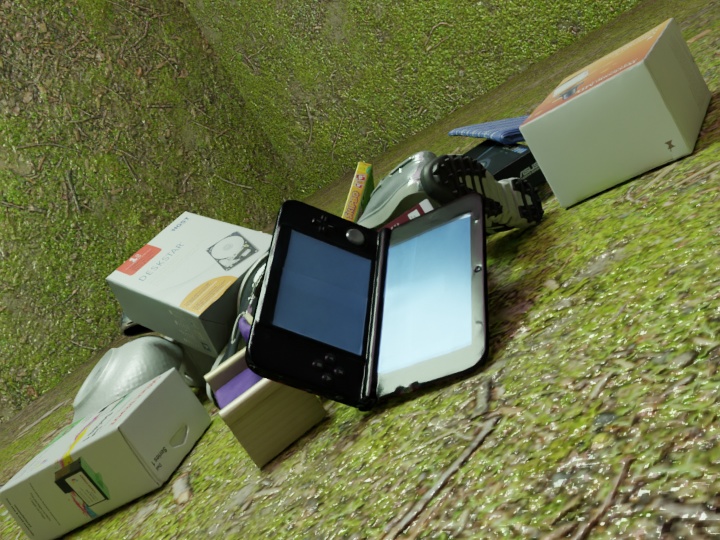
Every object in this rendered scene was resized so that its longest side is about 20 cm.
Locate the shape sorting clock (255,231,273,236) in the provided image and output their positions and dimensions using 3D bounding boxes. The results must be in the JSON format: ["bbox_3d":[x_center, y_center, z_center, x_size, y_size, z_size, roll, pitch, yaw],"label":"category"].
[{"bbox_3d":[-0.111,-0.021,1.181,0.199,0.198,0.040,-12,64,63],"label":"shape sorting clock"}]

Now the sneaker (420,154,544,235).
[{"bbox_3d":[0.114,-0.070,0.804,0.090,0.067,0.199,-24,-20,37],"label":"sneaker"}]

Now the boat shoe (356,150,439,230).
[{"bbox_3d":[0.048,-0.084,0.926,0.201,0.069,0.073,141,139,-61],"label":"boat shoe"}]

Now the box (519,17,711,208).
[{"bbox_3d":[0.293,-0.180,0.845,0.151,0.107,0.200,-25,13,38],"label":"box"}]

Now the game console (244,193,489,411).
[{"bbox_3d":[0.009,0.004,0.652,0.119,0.170,0.202,125,160,-44],"label":"game console"}]

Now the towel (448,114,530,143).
[{"bbox_3d":[0.223,-0.199,1.057,0.143,0.024,0.200,-11,14,-11],"label":"towel"}]

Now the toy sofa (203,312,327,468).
[{"bbox_3d":[-0.110,0.112,0.753,0.082,0.098,0.200,-35,11,-12],"label":"toy sofa"}]

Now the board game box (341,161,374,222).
[{"bbox_3d":[0.001,-0.087,1.190,0.200,0.030,0.097,71,-146,-72],"label":"board game box"}]

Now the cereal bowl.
[{"bbox_3d":[-0.340,0.172,1.047,0.200,0.083,0.201,-44,22,23],"label":"cereal bowl"}]

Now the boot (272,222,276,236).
[{"bbox_3d":[0.000,0.000,0.919,0.074,0.198,0.150,-64,-24,-5],"label":"boot"}]

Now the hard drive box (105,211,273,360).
[{"bbox_3d":[-0.208,0.014,0.979,0.198,0.077,0.156,14,49,37],"label":"hard drive box"}]

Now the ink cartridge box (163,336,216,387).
[{"bbox_3d":[-0.203,0.088,1.183,0.199,0.087,0.146,-37,13,-28],"label":"ink cartridge box"}]

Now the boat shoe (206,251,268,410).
[{"bbox_3d":[-0.118,0.073,0.886,0.060,0.075,0.203,6,77,60],"label":"boat shoe"}]

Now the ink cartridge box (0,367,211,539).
[{"bbox_3d":[-0.294,0.215,0.875,0.198,0.085,0.145,-29,11,20],"label":"ink cartridge box"}]

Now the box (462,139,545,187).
[{"bbox_3d":[0.147,-0.114,1.007,0.159,0.044,0.200,-32,15,3],"label":"box"}]

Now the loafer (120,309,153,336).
[{"bbox_3d":[-0.249,0.061,1.066,0.197,0.072,0.063,-8,46,13],"label":"loafer"}]

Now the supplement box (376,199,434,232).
[{"bbox_3d":[0.014,0.025,0.772,0.198,0.061,0.109,-32,38,6],"label":"supplement box"}]
